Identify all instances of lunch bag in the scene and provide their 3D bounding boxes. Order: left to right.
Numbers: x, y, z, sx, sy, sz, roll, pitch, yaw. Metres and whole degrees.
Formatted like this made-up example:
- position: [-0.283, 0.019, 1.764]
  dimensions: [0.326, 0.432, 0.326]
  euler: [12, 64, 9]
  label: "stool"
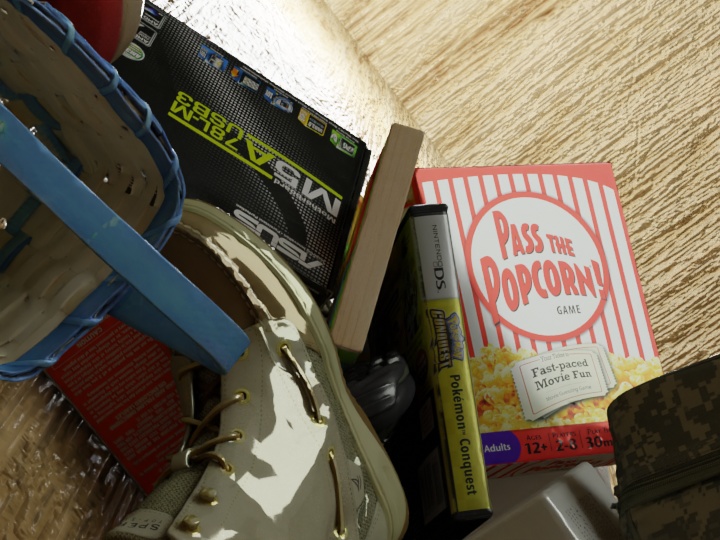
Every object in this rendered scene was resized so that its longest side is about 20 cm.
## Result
- position: [0.222, 0.150, 0.946]
  dimensions: [0.200, 0.139, 0.168]
  euler: [40, 34, -46]
  label: "lunch bag"

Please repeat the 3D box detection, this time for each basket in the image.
- position: [-0.145, -0.033, 0.761]
  dimensions: [0.176, 0.139, 0.200]
  euler: [47, -19, -31]
  label: "basket"

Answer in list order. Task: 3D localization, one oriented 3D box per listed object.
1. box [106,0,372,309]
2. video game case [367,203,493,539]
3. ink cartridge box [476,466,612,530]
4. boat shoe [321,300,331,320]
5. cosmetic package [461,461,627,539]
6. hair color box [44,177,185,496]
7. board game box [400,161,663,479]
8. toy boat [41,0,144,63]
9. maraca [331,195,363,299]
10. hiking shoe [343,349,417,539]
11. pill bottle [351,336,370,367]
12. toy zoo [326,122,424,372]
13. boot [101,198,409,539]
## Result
- position: [-0.095, -0.073, 1.172]
  dimensions: [0.200, 0.048, 0.193]
  euler: [33, 28, -10]
  label: "box"
- position: [0.037, 0.076, 1.119]
  dimensions: [0.200, 0.025, 0.181]
  euler: [115, -32, -72]
  label: "video game case"
- position: [0.095, 0.143, 1.318]
  dimensions: [0.084, 0.145, 0.200]
  euler: [52, 10, -5]
  label: "ink cartridge box"
- position: [-0.045, 0.044, 1.230]
  dimensions: [0.074, 0.068, 0.199]
  euler: [59, 11, 29]
  label: "boat shoe"
- position: [0.089, 0.217, 0.977]
  dimensions: [0.165, 0.165, 0.200]
  euler: [57, 10, 10]
  label: "cosmetic package"
- position: [-0.103, 0.053, 0.952]
  dimensions: [0.200, 0.064, 0.111]
  euler: [53, 9, -10]
  label: "hair color box"
- position: [0.111, 0.031, 1.203]
  dimensions: [0.046, 0.151, 0.200]
  euler: [137, -55, -59]
  label: "board game box"
- position: [-0.224, -0.181, 1.068]
  dimensions: [0.200, 0.131, 0.131]
  euler: [37, 49, 12]
  label: "toy boat"
- position: [-0.066, -0.032, 1.295]
  dimensions: [0.137, 0.107, 0.200]
  euler: [17, 3, 34]
  label: "maraca"
- position: [0.006, 0.112, 1.075]
  dimensions: [0.101, 0.076, 0.200]
  euler: [62, -14, 10]
  label: "hiking shoe"
- position: [0.044, 0.048, 1.320]
  dimensions: [0.112, 0.112, 0.200]
  euler: [51, -23, -12]
  label: "pill bottle"
- position: [0.000, 0.000, 1.109]
  dimensions: [0.020, 0.131, 0.200]
  euler: [17, -11, -2]
  label: "toy zoo"
- position: [-0.069, 0.077, 0.834]
  dimensions: [0.200, 0.072, 0.155]
  euler: [60, 37, -7]
  label: "boot"
